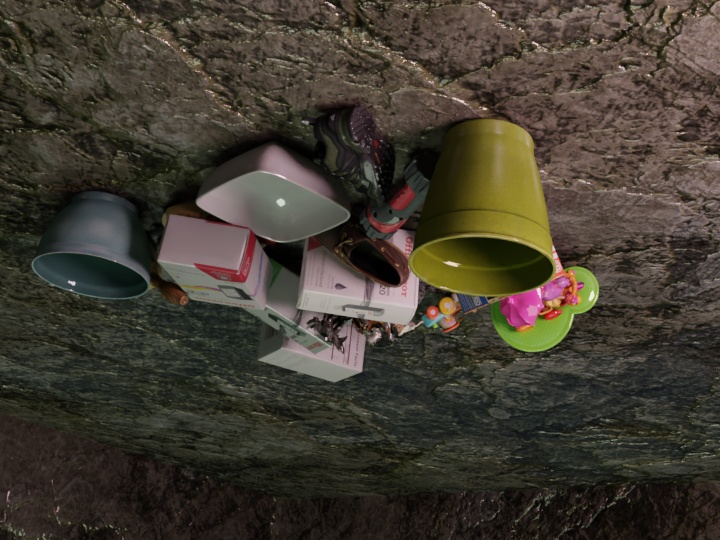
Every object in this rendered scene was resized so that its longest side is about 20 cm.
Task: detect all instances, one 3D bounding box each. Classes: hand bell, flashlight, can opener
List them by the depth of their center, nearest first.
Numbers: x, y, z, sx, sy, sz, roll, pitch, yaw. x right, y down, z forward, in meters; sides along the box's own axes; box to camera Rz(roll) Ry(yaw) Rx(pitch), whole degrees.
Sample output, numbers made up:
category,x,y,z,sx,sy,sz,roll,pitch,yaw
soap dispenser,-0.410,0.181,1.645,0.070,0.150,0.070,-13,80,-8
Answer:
category,x,y,z,sx,sy,sz,roll,pitch,yaw
flashlight,0.062,-0.115,1.511,0.067,0.069,0.200,-20,165,-28
hand bell,-0.362,0.019,1.770,0.199,0.105,0.104,26,177,46
can opener,-0.331,-0.027,1.851,0.066,0.053,0.200,-32,154,0

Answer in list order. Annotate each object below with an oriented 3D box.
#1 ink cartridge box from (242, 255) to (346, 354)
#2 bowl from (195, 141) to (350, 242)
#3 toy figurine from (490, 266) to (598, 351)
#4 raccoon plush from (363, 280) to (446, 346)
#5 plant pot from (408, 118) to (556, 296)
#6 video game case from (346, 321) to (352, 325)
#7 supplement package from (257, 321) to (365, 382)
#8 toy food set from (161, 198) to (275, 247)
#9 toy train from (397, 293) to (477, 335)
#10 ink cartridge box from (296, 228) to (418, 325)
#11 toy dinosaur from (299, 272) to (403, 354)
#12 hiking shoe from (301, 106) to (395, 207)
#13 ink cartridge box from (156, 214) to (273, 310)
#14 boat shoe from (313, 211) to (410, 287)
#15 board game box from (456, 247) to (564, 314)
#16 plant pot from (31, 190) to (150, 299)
category,x,y,z,sx,sy,sz,roll,pitch,yaw
ink cartridge box,-0.130,0.065,1.839,0.198,0.085,0.146,33,164,-7
bowl,-0.130,-0.124,1.520,0.198,0.076,0.198,25,150,-37
toy figurine,0.307,0.047,1.675,0.197,0.152,0.184,-22,167,10
raccoon plush,0.080,0.071,1.811,0.196,0.097,0.136,9,116,-8
plant pot,0.170,-0.092,1.357,0.196,0.196,0.201,5,157,2
video game case,-0.023,0.054,1.948,0.178,0.046,0.201,10,157,-3
supplement package,-0.100,0.148,2.096,0.197,0.119,0.116,20,153,-28
toy food set,-0.248,-0.066,1.720,0.195,0.050,0.200,13,156,-16
toy train,0.162,0.086,1.850,0.150,0.056,0.199,-40,171,38
ink cartridge box,0.000,0.000,1.682,0.196,0.148,0.085,9,155,-8
toy dinosaur,-0.021,0.067,1.743,0.199,0.137,0.102,31,172,36
hiking shoe,-0.014,-0.163,1.417,0.099,0.077,0.201,6,150,23
ink cartridge box,-0.237,-0.010,1.653,0.145,0.087,0.200,8,160,10
boat shoe,-0.005,-0.041,1.602,0.198,0.070,0.071,30,115,5
board game box,0.209,-0.032,1.549,0.046,0.154,0.199,-20,177,-38
plant pot,-0.449,-0.051,1.696,0.196,0.137,0.201,5,158,2
